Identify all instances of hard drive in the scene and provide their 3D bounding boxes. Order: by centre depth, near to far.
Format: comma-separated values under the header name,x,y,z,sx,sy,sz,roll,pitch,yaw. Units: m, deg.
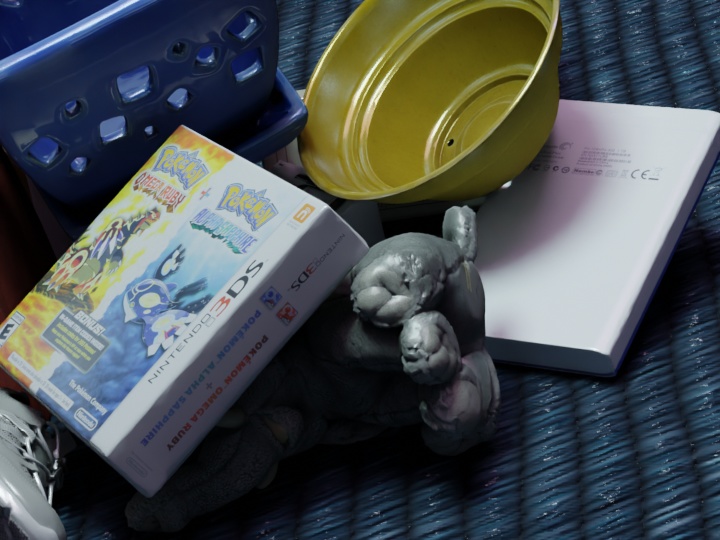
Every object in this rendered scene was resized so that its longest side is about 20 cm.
name,x,y,z,sx,sy,sz,roll,pitch,yaw
hard drive,0.132,-0.024,1.557,0.132,0.025,0.200,7,51,31

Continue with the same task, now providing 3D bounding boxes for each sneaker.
name,x,y,z,sx,sy,sz,roll,pitch,yaw
sneaker,-0.196,0.107,1.429,0.082,0.075,0.200,-16,28,-19

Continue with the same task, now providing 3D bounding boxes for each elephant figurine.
name,x,y,z,sx,sy,sz,roll,pitch,yaw
elephant figurine,-0.031,0.055,1.432,0.199,0.142,0.155,-18,-7,21

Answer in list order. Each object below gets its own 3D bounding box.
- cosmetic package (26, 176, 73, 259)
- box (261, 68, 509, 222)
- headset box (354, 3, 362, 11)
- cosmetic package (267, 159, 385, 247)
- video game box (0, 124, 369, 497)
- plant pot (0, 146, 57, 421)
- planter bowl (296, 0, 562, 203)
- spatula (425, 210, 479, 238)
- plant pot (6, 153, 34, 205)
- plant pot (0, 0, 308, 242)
name,x,y,z,sx,sy,sz,roll,pitch,yaw
cosmetic package,-0.173,-0.092,1.798,0.071,0.102,0.200,-5,25,13
box,0.035,-0.084,1.700,0.199,0.095,0.078,-6,9,6
headset box,0.067,-0.134,1.825,0.148,0.075,0.200,-7,25,6
cosmetic package,-0.079,0.009,1.579,0.082,0.051,0.200,15,44,37
video game box,-0.109,0.017,1.431,0.182,0.047,0.200,-47,32,-9
plant pot,-0.303,-0.009,1.589,0.199,0.177,0.200,-9,25,2
planter bowl,0.063,-0.106,1.590,0.200,0.083,0.201,-27,41,26
spatula,0.000,0.000,1.637,0.199,0.021,0.056,-22,32,-25
plant pot,-0.294,-0.103,1.811,0.186,0.187,0.200,-16,41,-12
plant pot,-0.157,-0.144,1.595,0.200,0.180,0.200,-30,44,-6
